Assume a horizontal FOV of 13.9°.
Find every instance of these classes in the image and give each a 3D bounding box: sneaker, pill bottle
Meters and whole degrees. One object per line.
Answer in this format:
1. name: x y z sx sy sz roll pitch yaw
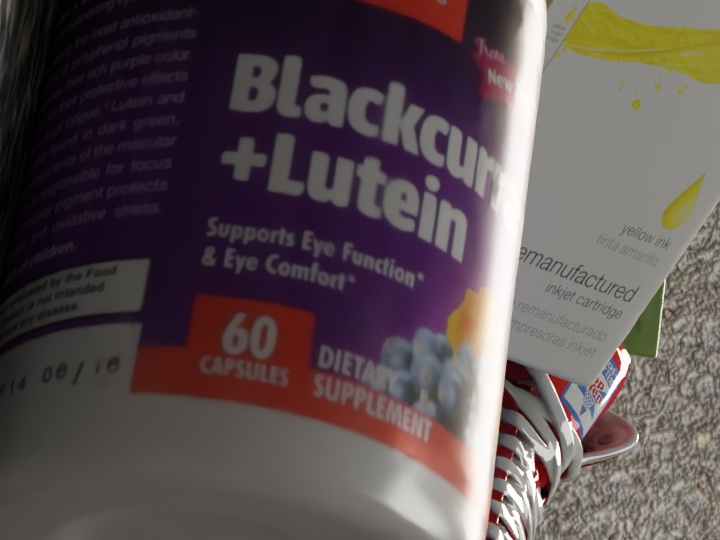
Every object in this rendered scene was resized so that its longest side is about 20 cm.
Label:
1. sneaker: 0.046 0.071 0.944 0.200 0.112 0.071 -109 -179 -51
2. pill bottle: -0.017 -0.025 0.650 0.112 0.111 0.201 95 2 -64

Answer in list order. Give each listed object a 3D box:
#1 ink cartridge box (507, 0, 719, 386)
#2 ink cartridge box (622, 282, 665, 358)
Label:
1. ink cartridge box: 0.057 -0.082 0.877 0.200 0.145 0.083 -57 -139 15
2. ink cartridge box: 0.042 -0.027 1.313 0.059 0.199 0.104 93 5 -75
